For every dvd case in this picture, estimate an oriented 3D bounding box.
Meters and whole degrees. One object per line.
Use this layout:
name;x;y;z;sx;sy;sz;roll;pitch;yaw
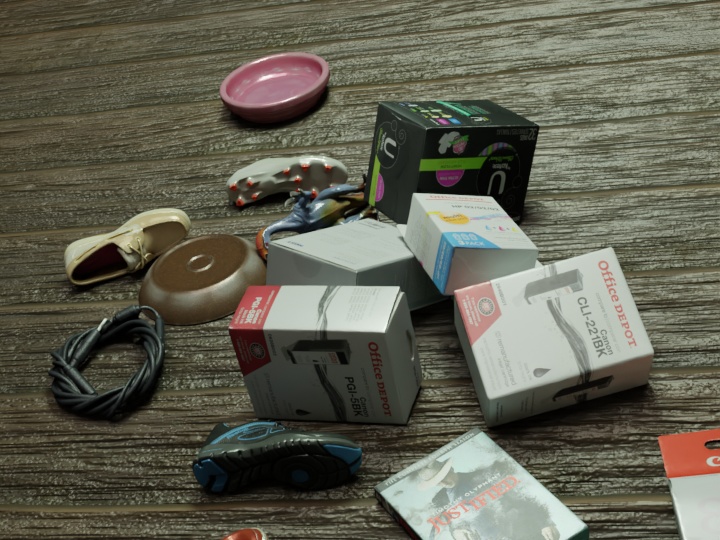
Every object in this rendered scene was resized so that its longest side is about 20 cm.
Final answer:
dvd case;0.123;0.254;1.329;0.144;0.022;0.200;-26;35;-19

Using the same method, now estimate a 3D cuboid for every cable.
cable;-0.333;0.119;1.654;0.160;0.051;0.201;-14;34;0

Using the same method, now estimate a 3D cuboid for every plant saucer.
plant saucer;-0.225;0.002;1.801;0.197;0.037;0.202;-10;34;6
plant saucer;-0.147;-0.317;2.223;0.197;0.051;0.202;-9;33;6

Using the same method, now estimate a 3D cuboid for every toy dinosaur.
toy dinosaur;-0.062;-0.065;1.832;0.179;0.107;0.200;-18;0;4

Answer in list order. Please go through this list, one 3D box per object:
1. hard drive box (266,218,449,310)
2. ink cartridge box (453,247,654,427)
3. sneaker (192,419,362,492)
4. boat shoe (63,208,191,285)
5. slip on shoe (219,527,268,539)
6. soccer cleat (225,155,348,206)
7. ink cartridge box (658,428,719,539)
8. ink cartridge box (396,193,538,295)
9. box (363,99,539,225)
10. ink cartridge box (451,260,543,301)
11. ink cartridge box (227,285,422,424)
hard drive box;0.000;0.000;1.626;0.154;0.078;0.198;18;21;38
ink cartridge box;0.220;0.076;1.453;0.197;0.084;0.146;-15;61;-4
sneaker;-0.092;0.198;1.437;0.196;0.074;0.082;-3;33;13
boat shoe;-0.340;-0.027;1.854;0.197;0.074;0.070;-22;35;4
slip on shoe;-0.184;0.318;1.307;0.197;0.062;0.074;-23;33;-16
soccer cleat;-0.114;-0.149;1.955;0.196;0.070;0.078;-8;31;13
ink cartridge box;0.391;0.212;1.276;0.160;0.058;0.202;-8;39;8
ink cartridge box;0.127;-0.042;1.572;0.113;0.069;0.200;2;25;-19
box;0.124;-0.148;1.743;0.197;0.151;0.124;-7;26;-33
ink cartridge box;0.194;0.042;1.576;0.102;0.060;0.200;-20;34;-11
ink cartridge box;-0.039;0.099;1.495;0.197;0.148;0.083;0;37;20
